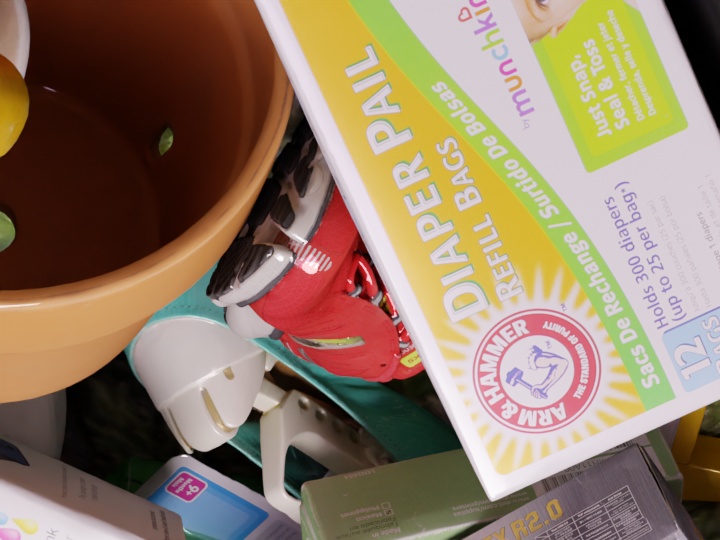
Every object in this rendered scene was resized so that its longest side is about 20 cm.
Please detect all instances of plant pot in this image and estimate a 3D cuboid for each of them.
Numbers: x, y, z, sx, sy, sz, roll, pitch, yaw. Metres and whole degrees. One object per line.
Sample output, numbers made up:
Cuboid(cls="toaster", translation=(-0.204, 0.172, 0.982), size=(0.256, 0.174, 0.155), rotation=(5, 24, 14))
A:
Cuboid(cls="plant pot", translation=(-0.128, -0.043, 0.987), size=(0.199, 0.201, 0.140), rotation=(13, 150, -1))

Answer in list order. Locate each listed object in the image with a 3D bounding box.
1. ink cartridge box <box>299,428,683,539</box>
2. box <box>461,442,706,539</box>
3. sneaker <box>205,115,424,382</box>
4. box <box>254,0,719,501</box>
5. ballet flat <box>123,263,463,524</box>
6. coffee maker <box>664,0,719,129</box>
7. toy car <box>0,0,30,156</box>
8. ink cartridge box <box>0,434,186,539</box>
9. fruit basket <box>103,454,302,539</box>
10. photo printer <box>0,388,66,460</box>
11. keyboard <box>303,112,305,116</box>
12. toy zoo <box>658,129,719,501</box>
Cuboid(cls="ink cartridge box", translation=(0.051, 0.151, 1.156), size=(0.145, 0.048, 0.200), rotation=(-12, 133, -12))
Cuboid(cls="box", translation=(0.057, 0.171, 1.109), size=(0.200, 0.048, 0.158), rotation=(-31, 135, 6))
Cuboid(cls="sneaker", translation=(0.000, 0.000, 1.013), size=(0.085, 0.077, 0.200), rotation=(29, 175, 5))
Cuboid(cls="box", translation=(0.045, -0.049, 0.876), size=(0.112, 0.101, 0.200), rotation=(-25, 104, 3))
Cuboid(cls="ballet flat", translation=(-0.035, 0.053, 1.129), size=(0.200, 0.071, 0.067), rotation=(36, 130, -21))
Cuboid(cls="coffee maker", translation=(0.167, -0.043, 0.877), size=(0.134, 0.192, 0.200), rotation=(-21, 106, 18))
Cuboid(cls="toy car", translation=(-0.176, -0.114, 0.820), size=(0.200, 0.175, 0.150), rotation=(21, 97, 3))
Cuboid(cls="ink cartridge box", translation=(-0.183, 0.124, 1.075), size=(0.200, 0.088, 0.146), rotation=(25, 94, -8))
Cuboid(cls="fruit basket", translation=(-0.054, 0.171, 1.226), size=(0.200, 0.094, 0.185), rotation=(36, 129, -21))
Cuboid(cls="photo printer", translation=(-0.222, 0.059, 1.171), size=(0.199, 0.070, 0.167), rotation=(17, 133, -5))
Cuboid(cls="keyboard", translation=(0.022, -0.085, 1.024), size=(0.104, 0.040, 0.200), rotation=(17, 140, 29))
Cuboid(cls="toy zoo", translation=(0.130, 0.028, 1.106), size=(0.131, 0.020, 0.200), rotation=(10, 134, 1))
